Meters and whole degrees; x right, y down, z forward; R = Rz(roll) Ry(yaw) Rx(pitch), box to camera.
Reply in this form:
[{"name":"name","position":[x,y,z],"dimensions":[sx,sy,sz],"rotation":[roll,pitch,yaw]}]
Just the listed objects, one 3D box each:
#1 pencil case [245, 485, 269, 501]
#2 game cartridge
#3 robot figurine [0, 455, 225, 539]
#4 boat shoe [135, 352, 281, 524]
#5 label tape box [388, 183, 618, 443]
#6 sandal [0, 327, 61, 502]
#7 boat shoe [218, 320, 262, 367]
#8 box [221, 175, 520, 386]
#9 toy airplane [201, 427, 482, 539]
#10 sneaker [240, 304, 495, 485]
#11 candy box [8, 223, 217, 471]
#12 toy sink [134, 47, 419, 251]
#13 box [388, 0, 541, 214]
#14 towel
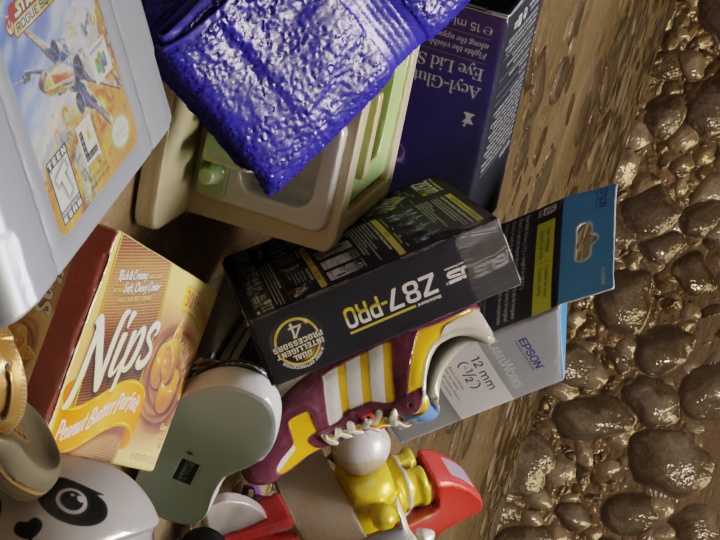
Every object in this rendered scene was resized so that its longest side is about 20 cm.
[{"name":"pencil case","position":[-0.083,0.273,1.504],"dimensions":[0.084,0.085,0.202],"rotation":[73,36,-74]},{"name":"game cartridge","position":[-0.142,-0.082,0.831],"dimensions":[0.201,0.041,0.134],"rotation":[-64,149,-55]},{"name":"robot figurine","position":[-0.144,0.194,0.947],"dimensions":[0.149,0.124,0.202],"rotation":[-10,85,-49]},{"name":"boat shoe","position":[-0.093,0.083,1.202],"dimensions":[0.200,0.070,0.092],"rotation":[-51,-162,55]},{"name":"label tape box","position":[0.106,0.029,1.367],"dimensions":[0.066,0.198,0.144],"rotation":[58,23,-27]},{"name":"sandal","position":[-0.170,0.045,0.833],"dimensions":[0.054,0.081,0.200],"rotation":[-29,152,3]},{"name":"boat shoe","position":[-0.052,0.045,1.400],"dimensions":[0.075,0.062,0.201],"rotation":[90,20,-46]},{"name":"box","position":[0.000,0.000,1.175],"dimensions":[0.200,0.160,0.050],"rotation":[-132,-161,-76]},{"name":"toy airplane","position":[-0.023,0.164,1.384],"dimensions":[0.199,0.198,0.142],"rotation":[-46,157,-54]},{"name":"sneaker","position":[0.002,0.086,1.283],"dimensions":[0.200,0.090,0.075],"rotation":[-48,165,8]},{"name":"candy box","position":[-0.144,0.042,1.031],"dimensions":[0.200,0.055,0.117],"rotation":[42,67,-76]},{"name":"toy sink","position":[-0.041,-0.096,1.160],"dimensions":[0.200,0.111,0.132],"rotation":[-41,145,-66]},{"name":"box","position":[0.036,-0.128,1.362],"dimensions":[0.104,0.146,0.202],"rotation":[-51,154,-58]},{"name":"towel","position":[-0.019,-0.152,1.031],"dimensions":[0.200,0.050,0.148],"rotation":[-45,125,-3]}]
